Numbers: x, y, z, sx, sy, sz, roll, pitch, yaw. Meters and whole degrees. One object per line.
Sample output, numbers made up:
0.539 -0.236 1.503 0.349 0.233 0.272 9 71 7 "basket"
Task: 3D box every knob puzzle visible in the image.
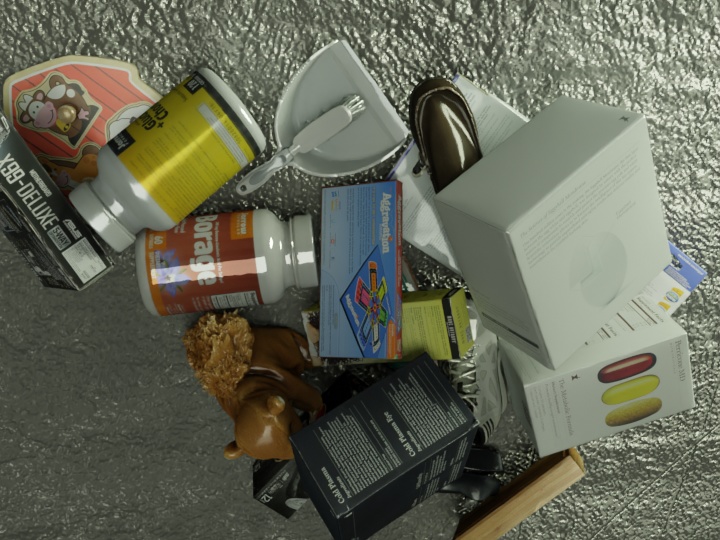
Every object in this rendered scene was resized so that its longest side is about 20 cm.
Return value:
-0.315 -0.152 0.871 0.218 0.030 0.221 -1 111 -4 "knob puzzle"

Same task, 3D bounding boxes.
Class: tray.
0.217 0.314 1.057 0.200 0.099 0.037 -41 80 10 "tray"

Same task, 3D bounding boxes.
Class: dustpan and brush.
-0.063 -0.147 0.874 0.199 0.057 0.140 -30 107 28 "dustpan and brush"

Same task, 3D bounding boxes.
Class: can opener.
0.100 0.291 1.069 0.198 0.079 0.064 0 150 -1 "can opener"

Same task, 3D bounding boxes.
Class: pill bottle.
-0.151 -0.013 0.894 0.198 0.112 0.113 -7 112 -2 "pill bottle"
-0.208 -0.115 0.824 0.200 0.112 0.112 -41 110 -7 "pill bottle"

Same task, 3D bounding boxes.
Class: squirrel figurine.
-0.138 0.140 0.913 0.141 0.187 0.200 -41 110 11 "squirrel figurine"

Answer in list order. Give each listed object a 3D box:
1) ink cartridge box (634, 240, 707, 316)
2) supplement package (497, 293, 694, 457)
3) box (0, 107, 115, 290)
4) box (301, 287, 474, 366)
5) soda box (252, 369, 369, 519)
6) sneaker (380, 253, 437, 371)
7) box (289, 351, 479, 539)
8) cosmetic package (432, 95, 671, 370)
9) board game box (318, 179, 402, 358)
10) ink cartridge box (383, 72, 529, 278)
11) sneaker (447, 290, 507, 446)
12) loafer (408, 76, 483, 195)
0.336 0.043 0.993 0.119 0.042 0.200 33 108 -17 "ink cartridge box"
0.287 0.125 0.940 0.199 0.110 0.114 -19 115 0 "supplement package"
-0.367 -0.071 0.833 0.050 0.157 0.201 -42 112 -27 "box"
0.030 0.069 0.913 0.199 0.050 0.076 -8 101 28 "box"
-0.058 0.232 1.018 0.063 0.071 0.200 38 104 -22 "soda box"
0.048 0.077 0.967 0.079 0.071 0.201 -13 108 5 "sneaker"
0.026 0.216 0.886 0.181 0.104 0.200 -30 153 -16 "box"
0.212 -0.044 0.827 0.199 0.123 0.201 -38 128 -15 "cosmetic package"
0.000 0.000 0.887 0.102 0.019 0.202 -2 84 30 "board game box"
0.136 -0.101 0.921 0.199 0.041 0.200 32 105 -14 "ink cartridge box"
0.139 0.133 0.964 0.075 0.115 0.202 -7 114 24 "sneaker"
0.110 -0.117 0.853 0.072 0.071 0.201 -20 110 3 "loafer"
